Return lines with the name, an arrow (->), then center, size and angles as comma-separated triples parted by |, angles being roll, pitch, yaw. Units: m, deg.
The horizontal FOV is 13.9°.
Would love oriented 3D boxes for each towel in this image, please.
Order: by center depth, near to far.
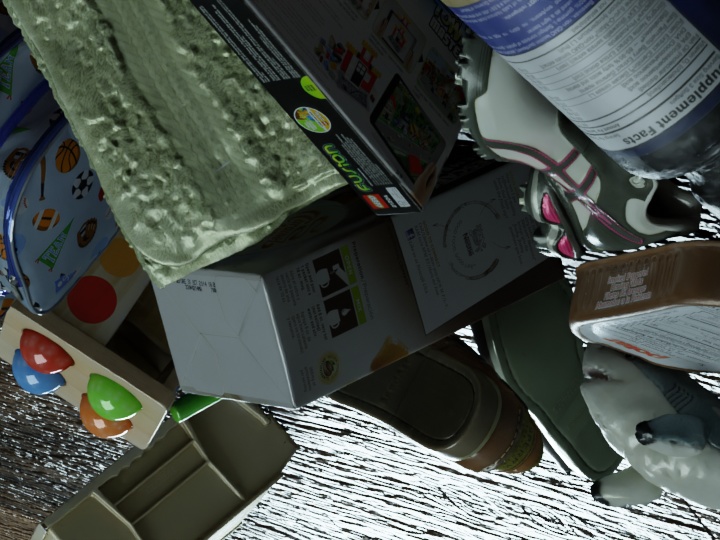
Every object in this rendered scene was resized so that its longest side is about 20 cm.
towel -> -0.094, -0.106, 1.559 | 0.201, 0.148, 0.036 | 62, -163, 7

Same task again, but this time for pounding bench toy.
pounding bench toy -> -0.128, 0.047, 2.009 | 0.199, 0.156, 0.124 | 33, 160, 0

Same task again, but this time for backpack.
backpack -> -0.227, -0.078, 1.844 | 0.153, 0.200, 0.191 | 16, 148, 28

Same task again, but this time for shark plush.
shark plush -> 0.222, 0.091, 1.694 | 0.199, 0.084, 0.091 | 9, 147, 2

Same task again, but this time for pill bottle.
pill bottle -> 0.125, -0.113, 1.323 | 0.200, 0.112, 0.112 | 40, 159, -21

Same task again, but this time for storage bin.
storage bin -> -0.161, 0.192, 2.344 | 0.094, 0.198, 0.200 | 49, 160, 5

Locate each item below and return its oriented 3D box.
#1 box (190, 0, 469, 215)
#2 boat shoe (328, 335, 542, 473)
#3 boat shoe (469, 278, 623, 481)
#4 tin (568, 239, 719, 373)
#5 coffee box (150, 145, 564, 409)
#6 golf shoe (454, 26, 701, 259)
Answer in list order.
box -> -0.013, -0.132, 1.487 | 0.035, 0.110, 0.200 | -4, 140, 41
boat shoe -> 0.033, 0.067, 1.725 | 0.068, 0.072, 0.200 | 30, -171, -37
boat shoe -> 0.101, 0.053, 1.797 | 0.060, 0.072, 0.202 | 23, 154, 42
tin -> 0.188, 0.021, 1.595 | 0.112, 0.042, 0.200 | 22, 165, -21
coffee box -> 0.000, 0.000, 1.630 | 0.114, 0.199, 0.080 | 7, 116, 53
golf shoe -> 0.110, -0.077, 1.512 | 0.088, 0.078, 0.200 | 2, 153, 27
